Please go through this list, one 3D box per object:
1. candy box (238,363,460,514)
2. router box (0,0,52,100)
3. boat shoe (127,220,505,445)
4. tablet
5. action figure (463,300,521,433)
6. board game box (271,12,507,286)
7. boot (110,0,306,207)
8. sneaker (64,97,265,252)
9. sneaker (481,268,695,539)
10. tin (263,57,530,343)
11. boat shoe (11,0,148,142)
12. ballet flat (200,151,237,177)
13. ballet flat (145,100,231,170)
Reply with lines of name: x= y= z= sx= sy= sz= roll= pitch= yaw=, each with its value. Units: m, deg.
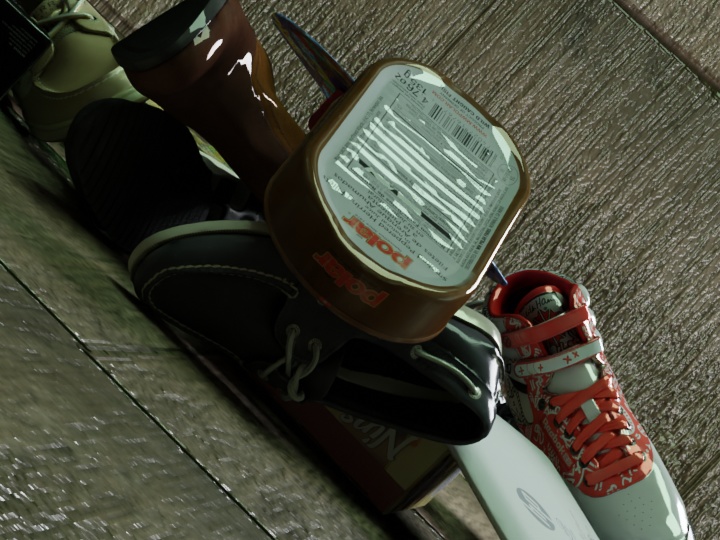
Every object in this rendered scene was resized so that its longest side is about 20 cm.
candy box: x=0.003 y=0.072 z=1.455 sx=0.115 sy=0.055 sz=0.200 roll=46 pitch=2 yaw=8
router box: x=-0.266 y=-0.188 z=1.470 sx=0.200 sy=0.051 sz=0.149 roll=43 pitch=1 yaw=-22
boat shoe: x=-0.018 y=0.033 z=1.296 sx=0.200 sy=0.073 sz=0.063 roll=19 pitch=43 yaw=-21
tablet: x=0.096 y=0.132 z=1.346 sx=0.130 sy=0.014 sz=0.200 roll=37 pitch=15 yaw=-40
action figure: x=0.056 y=0.040 z=1.601 sx=0.200 sy=0.102 sz=0.119 roll=56 pitch=23 yaw=0
board game box: x=0.001 y=-0.057 z=1.496 sx=0.158 sy=0.039 sz=0.200 roll=45 pitch=-6 yaw=46
boot: x=-0.048 y=-0.045 z=1.363 sx=0.200 sy=0.068 sz=0.188 roll=60 pitch=-1 yaw=-4
sneaker: x=-0.123 y=-0.049 z=1.438 sx=0.088 sy=0.074 sz=0.200 roll=27 pitch=-6 yaw=26
sneaker: x=0.119 y=0.079 z=1.476 sx=0.201 sy=0.067 sz=0.108 roll=-116 pitch=-175 yaw=-56
tin: x=0.021 y=-0.039 z=1.322 sx=0.112 sy=0.042 sz=0.200 roll=37 pitch=33 yaw=-2
boat shoe: x=-0.173 y=-0.124 z=1.536 sx=0.065 sy=0.072 sz=0.200 roll=67 pitch=-12 yaw=-20
ballet flat: x=-0.073 y=-0.013 z=1.584 sx=0.200 sy=0.062 sz=0.067 roll=43 pitch=10 yaw=-17
ballet flat: x=-0.120 y=-0.059 z=1.641 sx=0.200 sy=0.071 sz=0.071 roll=42 pitch=2 yaw=10
